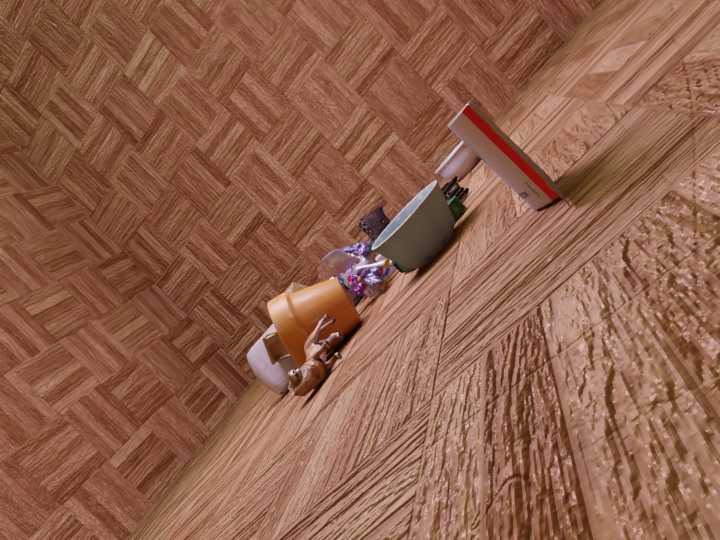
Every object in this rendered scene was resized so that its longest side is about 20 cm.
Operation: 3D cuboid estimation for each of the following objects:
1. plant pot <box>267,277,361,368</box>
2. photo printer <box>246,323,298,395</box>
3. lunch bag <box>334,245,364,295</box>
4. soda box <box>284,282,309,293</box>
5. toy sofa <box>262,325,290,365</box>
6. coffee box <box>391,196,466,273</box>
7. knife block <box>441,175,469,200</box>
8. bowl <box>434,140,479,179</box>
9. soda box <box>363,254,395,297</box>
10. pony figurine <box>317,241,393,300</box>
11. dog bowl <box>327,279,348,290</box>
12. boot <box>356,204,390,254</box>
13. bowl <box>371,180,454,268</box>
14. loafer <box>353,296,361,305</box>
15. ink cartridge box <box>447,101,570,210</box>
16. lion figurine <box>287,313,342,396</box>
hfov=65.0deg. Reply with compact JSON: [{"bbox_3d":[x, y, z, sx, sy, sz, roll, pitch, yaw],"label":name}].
[{"bbox_3d":[-0.102,0.118,1.392,0.180,0.203,0.200,-31,3,0],"label":"plant pot"},{"bbox_3d":[-0.222,0.240,1.627,0.201,0.166,0.069,-48,-15,1],"label":"photo printer"},{"bbox_3d":[-0.014,0.001,1.785,0.076,0.159,0.200,-52,-2,21],"label":"lunch bag"},{"bbox_3d":[-0.129,0.103,1.696,0.068,0.196,0.066,-41,39,49],"label":"soda box"},{"bbox_3d":[-0.162,0.179,1.553,0.195,0.085,0.098,-19,11,10],"label":"toy sofa"},{"bbox_3d":[0.163,-0.084,1.358,0.201,0.044,0.123,-49,4,-10],"label":"coffee box"},{"bbox_3d":[0.205,-0.159,1.529,0.200,0.064,0.176,-47,2,26],"label":"knife block"},{"bbox_3d":[0.365,-0.396,2.033,0.202,0.090,0.201,-48,4,4],"label":"bowl"},{"bbox_3d":[0.072,-0.019,1.656,0.201,0.064,0.068,-48,3,-20],"label":"soda box"},{"bbox_3d":[0.000,0.000,1.523,0.196,0.169,0.194,5,42,40],"label":"pony figurine"},{"bbox_3d":[-0.070,0.074,1.898,0.111,0.049,0.202,-38,-24,-22],"label":"dog bowl"},{"bbox_3d":[0.052,-0.088,1.750,0.201,0.174,0.069,-48,4,-31],"label":"boot"},{"bbox_3d":[0.127,-0.083,1.212,0.201,0.105,0.201,-47,6,7],"label":"bowl"},{"bbox_3d":[-0.060,0.111,1.817,0.073,0.071,0.201,-43,5,47],"label":"loafer"},{"bbox_3d":[0.177,-0.138,0.700,0.050,0.160,0.200,-46,3,22],"label":"ink cartridge box"},{"bbox_3d":[-0.098,0.186,1.236,0.123,0.072,0.201,-45,11,17],"label":"lion figurine"}]
